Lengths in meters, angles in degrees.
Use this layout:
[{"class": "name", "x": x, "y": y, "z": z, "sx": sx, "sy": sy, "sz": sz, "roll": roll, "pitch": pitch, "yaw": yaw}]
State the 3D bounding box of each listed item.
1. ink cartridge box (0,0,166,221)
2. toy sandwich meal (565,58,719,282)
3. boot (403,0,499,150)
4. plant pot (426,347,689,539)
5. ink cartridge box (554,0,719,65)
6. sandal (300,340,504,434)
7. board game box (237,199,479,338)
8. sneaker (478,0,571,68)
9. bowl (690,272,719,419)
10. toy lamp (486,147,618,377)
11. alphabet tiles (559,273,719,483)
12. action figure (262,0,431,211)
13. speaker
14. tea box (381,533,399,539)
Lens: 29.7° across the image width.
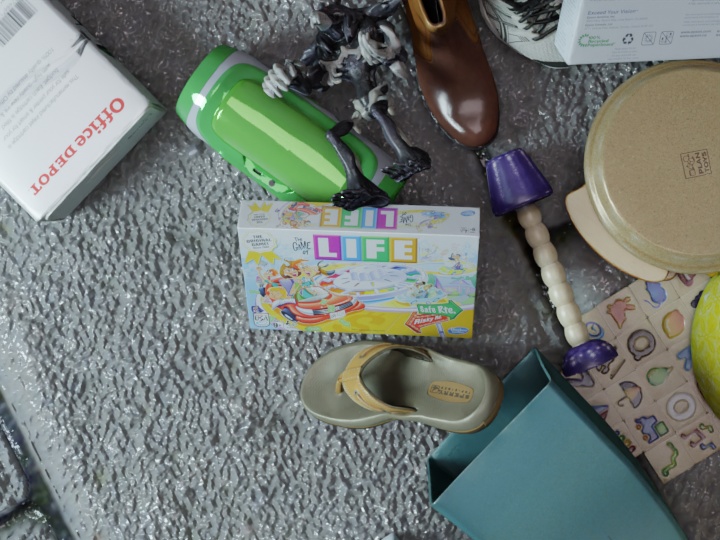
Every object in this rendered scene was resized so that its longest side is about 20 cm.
[{"class": "ink cartridge box", "x": -0.292, "y": -0.160, "z": 1.195, "sx": 0.146, "sy": 0.084, "sz": 0.200, "roll": -45, "pitch": 89, "yaw": 4}, {"class": "toy sandwich meal", "x": 0.280, "y": -0.081, "z": 1.176, "sx": 0.204, "sy": 0.070, "sz": 0.206, "roll": 0, "pitch": 84, "yaw": 2}, {"class": "boot", "x": 0.074, "y": -0.195, "z": 1.114, "sx": 0.068, "sy": 0.200, "sz": 0.189, "roll": -10, "pitch": 91, "yaw": 4}, {"class": "plant pot", "x": 0.177, "y": 0.195, "z": 1.153, "sx": 0.200, "sy": 0.141, "sz": 0.141, "roll": 43, "pitch": 97, "yaw": -5}, {"class": "ink cartridge box", "x": 0.269, "y": -0.264, "z": 1.098, "sx": 0.199, "sy": 0.041, "sz": 0.200, "roll": -4, "pitch": 131, "yaw": -17}, {"class": "sandal", "x": 0.027, "y": 0.096, "z": 1.163, "sx": 0.199, "sy": 0.054, "sz": 0.081, "roll": 3, "pitch": 71, "yaw": 37}, {"class": "board game box", "x": 0.000, "y": 0.000, "z": 1.165, "sx": 0.199, "sy": 0.135, "sz": 0.034, "roll": 2, "pitch": 49, "yaw": 4}, {"class": "sneaker", "x": 0.130, "y": -0.231, "z": 1.133, "sx": 0.076, "sy": 0.088, "sz": 0.200, "roll": -37, "pitch": 122, "yaw": 14}, {"class": "bowl", "x": 0.390, "y": 0.065, "z": 1.145, "sx": 0.199, "sy": 0.108, "sz": 0.201, "roll": 0, "pitch": 89, "yaw": 0}, {"class": "toy lamp", "x": 0.163, "y": -0.009, "z": 1.184, "sx": 0.058, "sy": 0.058, "sz": 0.201, "roll": -24, "pitch": 86, "yaw": 4}, {"class": "alphabet tiles", "x": 0.281, "y": 0.084, "z": 1.208, "sx": 0.200, "sy": 0.006, "sz": 0.167, "roll": -33, "pitch": 89, "yaw": 4}, {"class": "action figure", "x": -0.009, "y": -0.157, "z": 1.111, "sx": 0.119, "sy": 0.102, "sz": 0.201, "roll": -26, "pitch": 68, "yaw": 21}, {"class": "speaker", "x": -0.060, "y": -0.109, "z": 1.183, "sx": 0.200, "sy": 0.088, "sz": 0.089, "roll": 36, "pitch": 93, "yaw": 2}, {"class": "tea box", "x": 0.011, "y": 0.373, "z": 1.168, "sx": 0.197, "sy": 0.134, "sz": 0.200, "roll": -39, "pitch": 89, "yaw": 4}]
